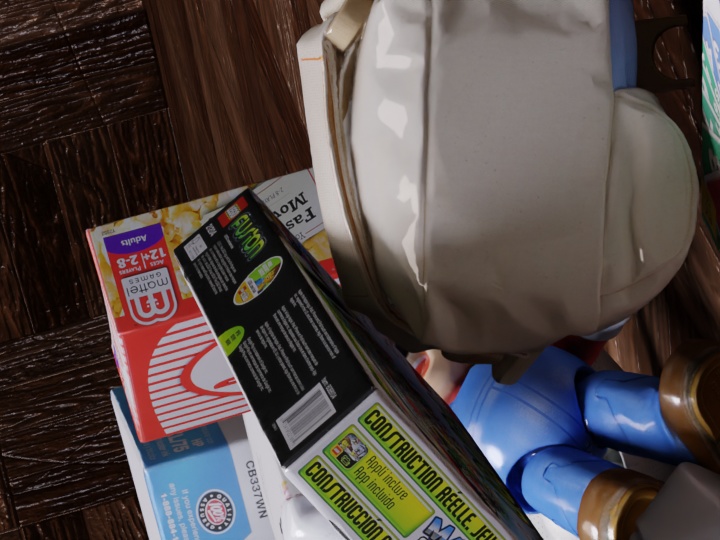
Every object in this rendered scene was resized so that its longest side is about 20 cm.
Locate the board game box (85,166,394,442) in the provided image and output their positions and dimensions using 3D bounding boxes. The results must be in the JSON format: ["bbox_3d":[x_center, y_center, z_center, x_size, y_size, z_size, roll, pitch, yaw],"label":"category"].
[{"bbox_3d":[0.000,0.000,1.086,0.152,0.200,0.046,92,161,-72],"label":"board game box"}]

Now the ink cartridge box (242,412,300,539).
[{"bbox_3d":[0.040,0.117,1.270,0.145,0.147,0.200,82,170,-49],"label":"ink cartridge box"}]

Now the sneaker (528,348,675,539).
[{"bbox_3d":[0.105,0.100,1.043,0.200,0.074,0.116,64,171,4],"label":"sneaker"}]

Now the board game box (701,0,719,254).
[{"bbox_3d":[0.118,-0.047,0.746,0.200,0.030,0.096,86,167,-50],"label":"board game box"}]

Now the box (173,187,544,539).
[{"bbox_3d":[0.005,0.049,0.841,0.110,0.035,0.200,48,-178,-21],"label":"box"}]

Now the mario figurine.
[{"bbox_3d":[0.037,0.046,0.982,0.200,0.123,0.106,9,115,50],"label":"mario figurine"}]

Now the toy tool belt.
[{"bbox_3d":[0.043,-0.068,0.869,0.123,0.125,0.200,93,175,-83],"label":"toy tool belt"}]

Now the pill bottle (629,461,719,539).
[{"bbox_3d":[0.074,0.161,0.836,0.112,0.200,0.112,32,-174,-4],"label":"pill bottle"}]

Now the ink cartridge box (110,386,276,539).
[{"bbox_3d":[-0.010,0.119,1.467,0.146,0.200,0.147,-131,26,-72],"label":"ink cartridge box"}]
